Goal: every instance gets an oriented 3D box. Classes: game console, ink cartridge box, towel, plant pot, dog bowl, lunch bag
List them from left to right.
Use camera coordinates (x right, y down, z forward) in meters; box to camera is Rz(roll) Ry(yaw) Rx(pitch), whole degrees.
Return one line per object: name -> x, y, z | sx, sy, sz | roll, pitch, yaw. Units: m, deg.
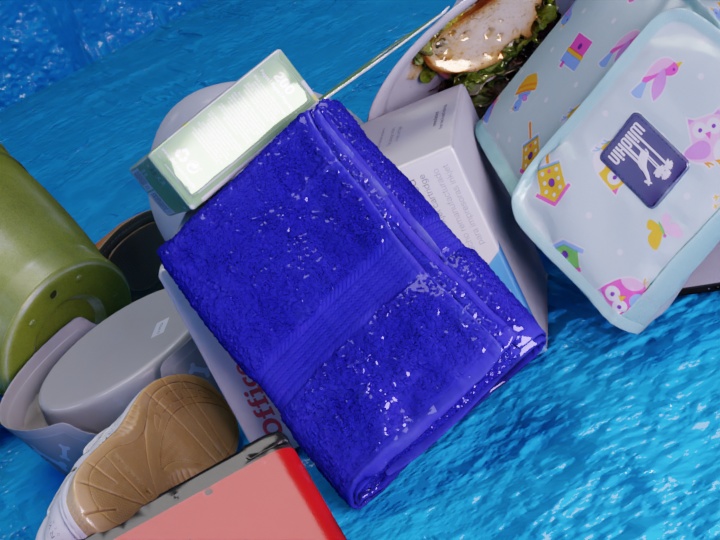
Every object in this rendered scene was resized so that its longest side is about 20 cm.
plant pot -> -0.290, 0.012, 1.432 | 0.193, 0.201, 0.200 | 30, 51, 32
dog bowl -> -0.159, 0.070, 1.286 | 0.200, 0.059, 0.200 | -28, 22, 12
game console -> -0.102, 0.185, 0.969 | 0.200, 0.119, 0.172 | -29, 48, -7
ink cartridge box -> -0.049, -0.111, 1.128 | 0.200, 0.048, 0.146 | -40, 7, -9
towel -> -0.011, 0.014, 1.014 | 0.148, 0.200, 0.050 | -42, -22, 5
ink cartridge box -> 0.000, 0.000, 1.144 | 0.200, 0.147, 0.145 | -22, 17, 14
lunch bag -> 0.170, -0.078, 1.042 | 0.170, 0.122, 0.200 | -50, 28, 22

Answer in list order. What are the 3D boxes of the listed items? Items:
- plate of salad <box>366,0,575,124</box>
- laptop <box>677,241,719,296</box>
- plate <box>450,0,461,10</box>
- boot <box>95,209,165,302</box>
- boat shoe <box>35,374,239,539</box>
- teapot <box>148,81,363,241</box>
plate of salad -> 0.093, -0.137, 1.211 | 0.200, 0.048, 0.200 | -32, -20, -13
laptop -> 0.277, -0.089, 1.058 | 0.200, 0.116, 0.187 | -10, 22, 42
plate -> 0.080, -0.153, 1.388 | 0.200, 0.032, 0.200 | -58, 14, 29
boot -> -0.266, 0.012, 1.605 | 0.154, 0.074, 0.200 | -2, 32, 43
boat shoe -> -0.142, 0.124, 1.114 | 0.069, 0.071, 0.200 | -39, -1, 27
teapot -> -0.074, -0.041, 1.376 | 0.197, 0.200, 0.146 | 0, 59, 11
